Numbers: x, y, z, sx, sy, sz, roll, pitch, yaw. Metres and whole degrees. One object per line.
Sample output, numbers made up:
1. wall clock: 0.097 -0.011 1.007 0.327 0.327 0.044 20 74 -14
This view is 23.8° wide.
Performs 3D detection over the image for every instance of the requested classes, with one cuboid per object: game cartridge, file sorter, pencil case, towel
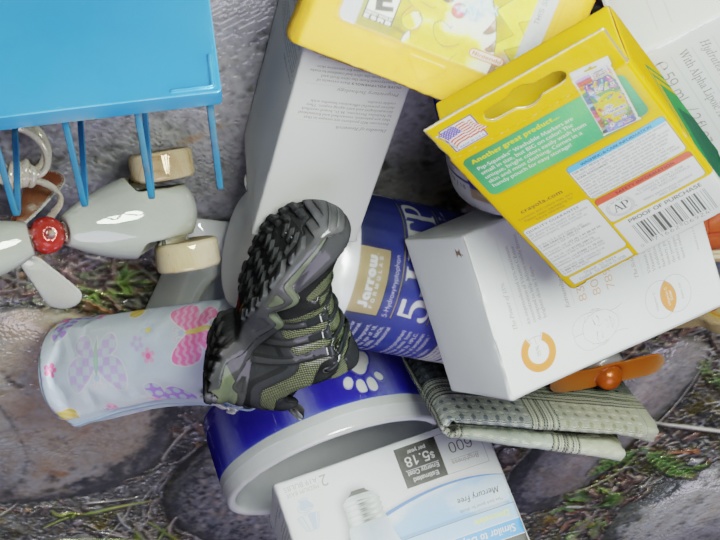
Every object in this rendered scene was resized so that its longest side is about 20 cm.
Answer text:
1. game cartridge: 0.070 -0.204 1.050 0.175 0.032 0.201 19 109 -13
2. file sorter: -0.193 -0.120 1.131 0.198 0.140 0.123 -7 145 -5
3. pencil case: -0.163 0.075 1.381 0.198 0.092 0.083 -7 -179 27
4. towel: 0.131 0.092 1.434 0.198 0.193 0.035 5 115 -19

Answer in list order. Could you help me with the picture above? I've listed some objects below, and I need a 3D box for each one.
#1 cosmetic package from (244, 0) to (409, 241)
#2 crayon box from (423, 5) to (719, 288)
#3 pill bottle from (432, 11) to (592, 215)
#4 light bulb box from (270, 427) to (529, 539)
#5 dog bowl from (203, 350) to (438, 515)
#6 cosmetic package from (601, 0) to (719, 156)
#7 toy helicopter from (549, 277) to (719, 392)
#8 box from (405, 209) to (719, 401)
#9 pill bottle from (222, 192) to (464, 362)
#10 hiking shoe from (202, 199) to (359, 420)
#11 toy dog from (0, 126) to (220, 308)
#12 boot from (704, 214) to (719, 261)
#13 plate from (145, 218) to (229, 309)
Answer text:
1. cosmetic package: -0.024 -0.125 1.189 0.084 0.108 0.201 3 141 -13
2. crayon box: 0.136 -0.080 1.061 0.125 0.052 0.200 -28 139 19
3. pill bottle: 0.103 -0.149 1.169 0.119 0.120 0.201 -13 129 3
4. light bulb box: 0.044 0.261 1.471 0.197 0.201 0.125 -19 161 -10
5. dog bowl: -0.034 0.137 1.487 0.198 0.079 0.200 -19 159 -7
6. cosmetic package: 0.273 -0.193 1.127 0.199 0.166 0.165 -27 139 19
7. toy helicopter: 0.224 0.042 1.411 0.198 0.133 0.079 -5 144 16
8. box: 0.153 0.001 1.270 0.199 0.125 0.097 -21 -171 -23
9. pill bottle: 0.000 0.000 1.327 0.198 0.120 0.120 10 137 -24
10. hiking shoe: -0.040 0.028 1.222 0.100 0.076 0.200 15 133 -21
11. toy dog: -0.204 -0.036 1.272 0.198 0.133 0.096 9 177 -17
12. boot: 0.274 -0.056 1.383 0.198 0.075 0.108 -3 135 -18
13. plate: -0.081 0.041 1.444 0.198 0.033 0.200 8 139 -22
